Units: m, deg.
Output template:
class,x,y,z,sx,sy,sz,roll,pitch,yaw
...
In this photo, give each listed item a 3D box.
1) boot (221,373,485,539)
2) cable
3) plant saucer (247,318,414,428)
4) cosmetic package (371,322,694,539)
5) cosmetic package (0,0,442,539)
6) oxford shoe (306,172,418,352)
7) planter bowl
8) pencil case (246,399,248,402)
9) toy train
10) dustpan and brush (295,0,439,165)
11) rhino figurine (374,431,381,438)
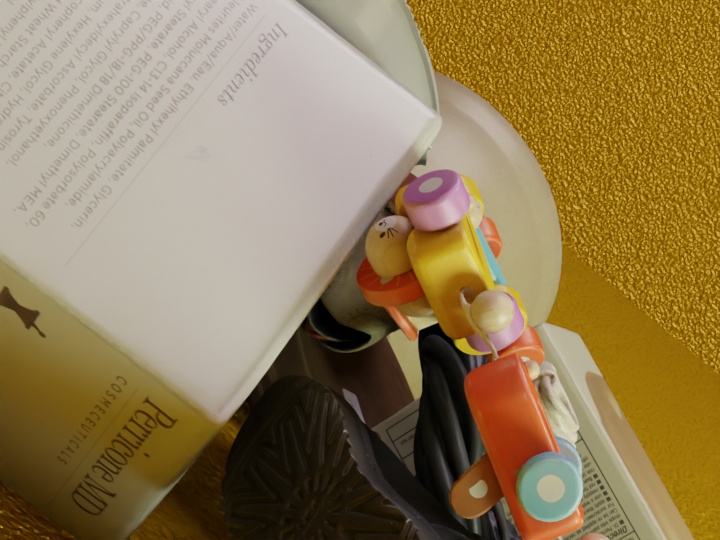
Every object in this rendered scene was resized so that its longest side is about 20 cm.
class,x,y,z,sx,sy,sz,roll,pitch,yaw
boot,0.054,0.130,0.950,0.200,0.066,0.165,31,12,-31
cable,0.039,0.109,1.077,0.051,0.201,0.163,-6,-7,10
plant saucer,-0.005,0.072,1.220,0.200,0.029,0.200,-90,154,-56
cosmetic package,0.098,0.135,1.177,0.201,0.105,0.071,63,14,14
cosmetic package,-0.110,-0.030,0.989,0.200,0.165,0.165,38,-31,-2
oxford shoe,0.000,0.000,1.174,0.071,0.075,0.200,51,-6,5
planter bowl,-0.003,-0.002,1.466,0.200,0.201,0.135,39,36,10
pencil case,-0.090,0.005,1.364,0.200,0.078,0.089,38,-6,-3
toy train,0.040,0.037,0.956,0.200,0.055,0.151,-61,129,-84
dustpan and brush,-0.048,-0.136,1.008,0.139,0.057,0.200,4,-45,41
rhino figurine,-0.009,0.133,1.039,0.059,0.088,0.200,-3,14,-1
